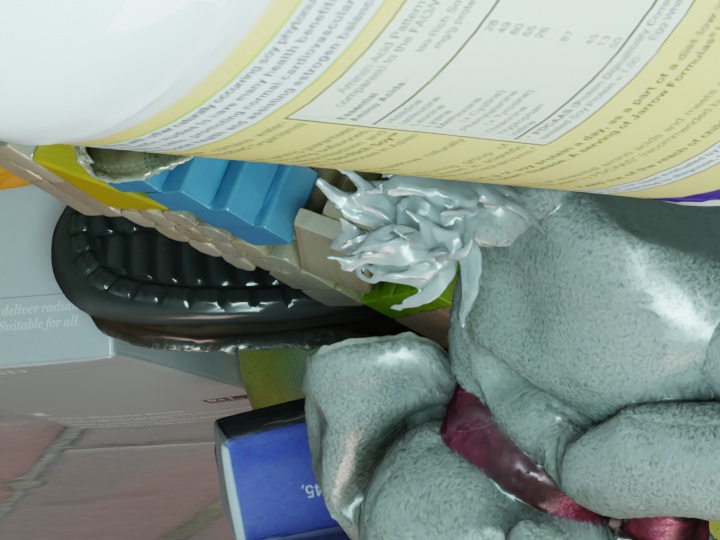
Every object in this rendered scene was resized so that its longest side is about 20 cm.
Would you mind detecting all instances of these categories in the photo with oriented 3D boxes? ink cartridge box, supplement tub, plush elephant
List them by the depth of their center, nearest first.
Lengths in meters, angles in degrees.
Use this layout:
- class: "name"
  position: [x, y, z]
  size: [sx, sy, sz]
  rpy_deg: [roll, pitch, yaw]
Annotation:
- class: "supplement tub"
  position: [-0.003, -0.087, 0.429]
  size: [0.200, 0.146, 0.145]
  rpy_deg: [4, 167, -38]
- class: "plush elephant"
  position: [0.064, 0.046, 0.761]
  size: [0.200, 0.165, 0.155]
  rpy_deg: [5, 125, -23]
- class: "ink cartridge box"
  position: [0.052, 0.049, 0.937]
  size: [0.197, 0.047, 0.200]
  rpy_deg: [-11, 179, -5]

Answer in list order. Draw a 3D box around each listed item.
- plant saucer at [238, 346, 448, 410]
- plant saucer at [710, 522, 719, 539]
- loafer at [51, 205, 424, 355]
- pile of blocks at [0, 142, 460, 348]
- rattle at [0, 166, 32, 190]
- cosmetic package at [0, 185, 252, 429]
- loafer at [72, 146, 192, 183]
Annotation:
- class: "plant saucer"
  position: [0.056, 0.025, 1.052]
  size: [0.200, 0.031, 0.200]
  rpy_deg: [-7, 132, -8]
- class: "plant saucer"
  position: [0.148, 0.045, 1.212]
  size: [0.048, 0.200, 0.200]
  rpy_deg: [33, 167, 0]
- class: "loafer"
  position: [0.000, 0.000, 0.948]
  size: [0.200, 0.073, 0.071]
  rpy_deg: [-4, 145, -8]
- class: "pile of blocks"
  position: [-0.013, -0.032, 0.865]
  size: [0.200, 0.062, 0.082]
  rpy_deg: [21, 165, 4]
- class: "rattle"
  position: [-0.158, 0.043, 0.908]
  size: [0.130, 0.200, 0.143]
  rpy_deg: [-11, 168, 33]
- class: "cosmetic package"
  position: [-0.098, 0.006, 1.061]
  size: [0.107, 0.090, 0.200]
  rpy_deg: [-5, 173, 20]
- class: "loafer"
  position: [-0.007, -0.067, 0.741]
  size: [0.076, 0.068, 0.200]
  rpy_deg: [5, 166, -43]
